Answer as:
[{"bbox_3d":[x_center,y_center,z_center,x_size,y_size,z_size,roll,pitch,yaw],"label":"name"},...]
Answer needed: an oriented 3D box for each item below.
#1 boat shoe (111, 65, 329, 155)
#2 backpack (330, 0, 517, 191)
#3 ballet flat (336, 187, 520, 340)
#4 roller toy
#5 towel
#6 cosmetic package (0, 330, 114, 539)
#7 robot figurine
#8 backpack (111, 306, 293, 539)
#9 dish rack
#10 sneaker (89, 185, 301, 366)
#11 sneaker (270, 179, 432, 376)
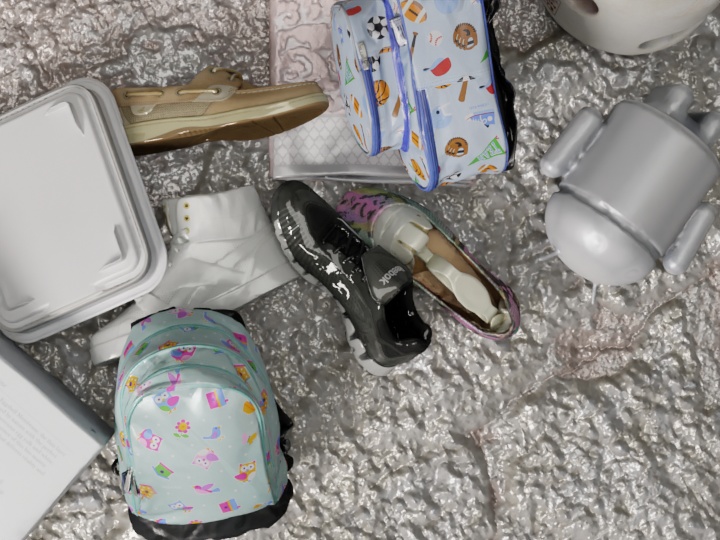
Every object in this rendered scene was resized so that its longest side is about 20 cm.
[{"bbox_3d":[-0.127,-0.148,1.277,0.198,0.071,0.065,-8,82,9],"label":"boat shoe"},{"bbox_3d":[0.057,-0.163,1.225,0.153,0.200,0.192,-19,101,2],"label":"backpack"},{"bbox_3d":[0.066,-0.008,1.309,0.200,0.071,0.069,39,88,-4],"label":"ballet flat"},{"bbox_3d":[0.241,-0.291,1.288,0.198,0.140,0.184,15,79,-1],"label":"roller toy"},{"bbox_3d":[0.014,-0.173,1.323,0.198,0.032,0.193,1,90,-6],"label":"towel"},{"bbox_3d":[-0.350,0.152,1.247,0.199,0.123,0.200,42,88,-4],"label":"cosmetic package"},{"bbox_3d":[0.241,-0.070,1.303,0.169,0.113,0.201,37,87,-8],"label":"robot figurine"},{"bbox_3d":[-0.134,0.131,1.235,0.165,0.127,0.201,-10,124,-9],"label":"backpack"},{"bbox_3d":[-0.270,-0.054,1.257,0.170,0.044,0.201,-23,81,10],"label":"dish rack"},{"bbox_3d":[-0.165,-0.002,1.293,0.199,0.074,0.116,-26,90,-13],"label":"sneaker"},{"bbox_3d":[0.000,0.000,1.278,0.066,0.090,0.201,-44,108,-38],"label":"sneaker"}]
